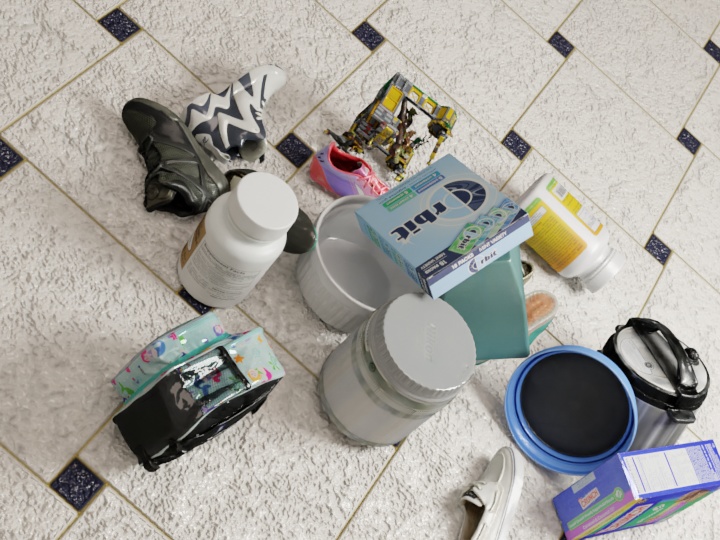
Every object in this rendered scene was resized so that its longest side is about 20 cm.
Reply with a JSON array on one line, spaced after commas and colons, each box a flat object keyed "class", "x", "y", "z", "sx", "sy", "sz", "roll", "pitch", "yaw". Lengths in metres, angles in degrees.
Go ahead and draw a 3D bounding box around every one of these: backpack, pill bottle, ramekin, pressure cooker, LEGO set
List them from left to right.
[{"class": "backpack", "x": -0.201, "y": 0.142, "z": 1.426, "sx": 0.199, "sy": 0.177, "sz": 0.151, "roll": -20, "pitch": 78, "yaw": -42}, {"class": "pill bottle", "x": -0.165, "y": -0.043, "z": 1.546, "sx": 0.114, "sy": 0.200, "sz": 0.115, "roll": 16, "pitch": 54, "yaw": -22}, {"class": "ramekin", "x": 0.000, "y": 0.000, "z": 1.683, "sx": 0.199, "sy": 0.105, "sz": 0.201, "roll": 15, "pitch": 54, "yaw": -22}, {"class": "LEGO set", "x": 0.047, "y": -0.205, "z": 1.791, "sx": 0.154, "sy": 0.200, "sz": 0.116, "roll": 41, "pitch": 55, "yaw": -20}, {"class": "pill bottle", "x": 0.349, "y": -0.059, "z": 1.929, "sx": 0.200, "sy": 0.111, "sz": 0.111, "roll": 44, "pitch": 49, "yaw": 0}, {"class": "pressure cooker", "x": 0.436, "y": 0.178, "z": 1.750, "sx": 0.175, "sy": 0.201, "sz": 0.179, "roll": 33, "pitch": 35, "yaw": 14}]

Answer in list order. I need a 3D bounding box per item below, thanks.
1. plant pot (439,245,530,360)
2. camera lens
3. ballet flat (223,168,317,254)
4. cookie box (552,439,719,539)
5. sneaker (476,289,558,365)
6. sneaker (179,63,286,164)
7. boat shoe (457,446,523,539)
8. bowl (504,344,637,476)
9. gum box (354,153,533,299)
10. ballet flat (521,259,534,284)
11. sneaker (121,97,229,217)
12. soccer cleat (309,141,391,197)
[{"class": "plant pot", "x": 0.176, "y": 0.017, "z": 1.671, "sx": 0.140, "sy": 0.200, "sz": 0.142, "roll": -3, "pitch": 51, "yaw": 4}, {"class": "camera lens", "x": 0.046, "y": 0.139, "z": 1.560, "sx": 0.159, "sy": 0.200, "sz": 0.161, "roll": 15, "pitch": 54, "yaw": -22}, {"class": "ballet flat", "x": -0.141, "y": -0.087, "z": 1.638, "sx": 0.068, "sy": 0.068, "sz": 0.200, "roll": 20, "pitch": 16, "yaw": -47}, {"class": "cookie box", "x": 0.415, "y": 0.327, "z": 1.688, "sx": 0.199, "sy": 0.171, "sz": 0.076, "roll": -2, "pitch": 59, "yaw": -31}, {"class": "sneaker", "x": 0.223, "y": 0.106, "z": 1.779, "sx": 0.199, "sy": 0.080, "sz": 0.071, "roll": -25, "pitch": 59, "yaw": -18}, {"class": "sneaker", "x": -0.166, "y": -0.228, "z": 1.744, "sx": 0.199, "sy": 0.079, "sz": 0.130, "roll": -32, "pitch": 82, "yaw": -40}, {"class": "boat shoe", "x": 0.176, "y": 0.329, "z": 1.610, "sx": 0.070, "sy": 0.071, "sz": 0.201, "roll": 31, "pitch": 57, "yaw": -15}, {"class": "bowl", "x": 0.314, "y": 0.205, "z": 1.690, "sx": 0.201, "sy": 0.201, "sz": 0.039, "roll": 49, "pitch": 30, "yaw": 5}, {"class": "gum box", "x": 0.113, "y": -0.066, "z": 1.584, "sx": 0.169, "sy": 0.045, "sz": 0.200, "roll": -32, "pitch": 41, "yaw": -12}, {"class": "ballet flat", "x": 0.194, "y": -0.009, "z": 1.826, "sx": 0.199, "sy": 0.075, "sz": 0.068, "roll": 6, "pitch": 59, "yaw": -28}, {"class": "sneaker", "x": -0.287, "y": -0.157, "z": 1.627, "sx": 0.200, "sy": 0.076, "sz": 0.114, "roll": 51, "pitch": 43, "yaw": -1}, {"class": "soccer cleat", "x": 0.012, "y": -0.130, "z": 1.791, "sx": 0.199, "sy": 0.076, "sz": 0.067, "roll": 31, "pitch": 50, "yaw": -11}]
